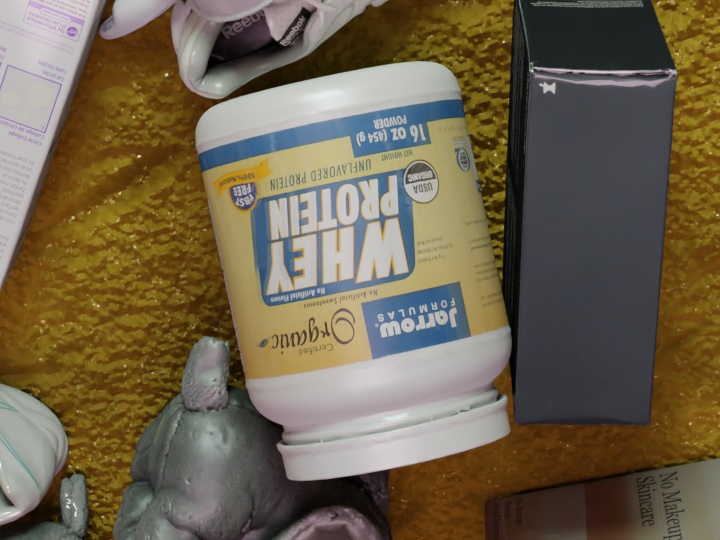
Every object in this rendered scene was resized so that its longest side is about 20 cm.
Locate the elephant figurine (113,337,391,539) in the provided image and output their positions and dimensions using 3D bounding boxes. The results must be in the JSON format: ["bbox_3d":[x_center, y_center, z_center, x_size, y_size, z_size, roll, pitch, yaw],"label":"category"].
[{"bbox_3d":[-0.034,0.149,1.225,0.200,0.142,0.155,17,157,-14],"label":"elephant figurine"}]

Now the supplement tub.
[{"bbox_3d":[0.000,0.000,1.107,0.145,0.145,0.200,-12,91,9],"label":"supplement tub"}]

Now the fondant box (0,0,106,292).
[{"bbox_3d":[-0.235,-0.099,1.153,0.144,0.058,0.200,20,114,-6],"label":"fondant box"}]

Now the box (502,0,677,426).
[{"bbox_3d":[0.118,-0.037,1.117,0.079,0.141,0.200,2,116,3],"label":"box"}]

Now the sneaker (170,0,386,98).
[{"bbox_3d":[-0.016,-0.156,1.103,0.200,0.081,0.075,-36,107,16],"label":"sneaker"}]

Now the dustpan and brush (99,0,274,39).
[{"bbox_3d":[-0.077,-0.171,1.092,0.200,0.140,0.057,-19,139,32],"label":"dustpan and brush"}]

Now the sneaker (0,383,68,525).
[{"bbox_3d":[-0.263,0.076,1.226,0.200,0.080,0.070,33,114,-10],"label":"sneaker"}]

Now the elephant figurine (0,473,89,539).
[{"bbox_3d":[-0.238,0.245,1.284,0.200,0.155,0.142,-44,70,46],"label":"elephant figurine"}]

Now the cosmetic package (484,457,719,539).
[{"bbox_3d":[0.178,0.178,1.237,0.200,0.103,0.087,-12,115,7],"label":"cosmetic package"}]
